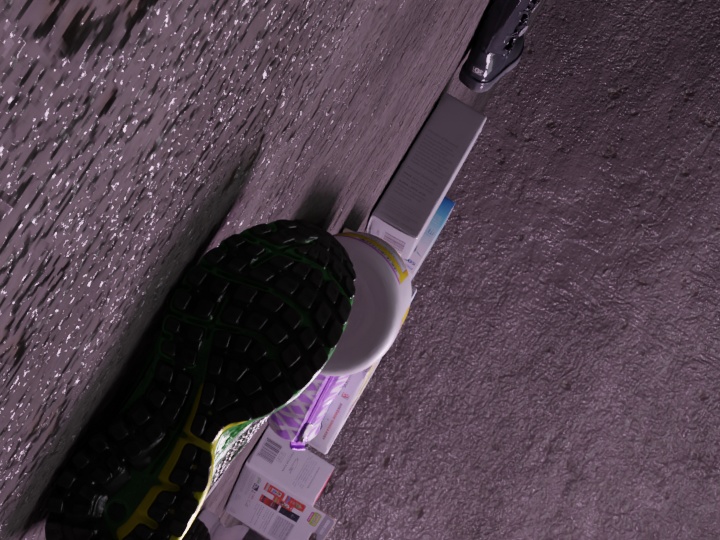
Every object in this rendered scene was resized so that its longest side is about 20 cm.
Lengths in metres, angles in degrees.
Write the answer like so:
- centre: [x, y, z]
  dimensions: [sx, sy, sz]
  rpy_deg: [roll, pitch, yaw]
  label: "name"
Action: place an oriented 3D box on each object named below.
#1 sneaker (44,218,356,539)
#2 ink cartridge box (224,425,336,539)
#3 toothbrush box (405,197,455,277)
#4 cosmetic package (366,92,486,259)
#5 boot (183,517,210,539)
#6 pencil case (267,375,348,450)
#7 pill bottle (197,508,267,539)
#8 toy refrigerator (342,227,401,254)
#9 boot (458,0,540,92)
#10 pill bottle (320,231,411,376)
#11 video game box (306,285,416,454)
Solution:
- centre: [-0.078, 0.058, 0.480]
  dimensions: [0.201, 0.078, 0.085]
  rpy_deg: [-50, -178, -10]
  label: "sneaker"
- centre: [-0.120, 0.379, 1.617]
  dimensions: [0.084, 0.174, 0.201]
  rpy_deg: [-56, 176, -39]
  label: "ink cartridge box"
- centre: [0.106, -0.058, 2.033]
  dimensions: [0.201, 0.085, 0.147]
  rpy_deg: [-57, 176, -27]
  label: "toothbrush box"
- centre: [0.087, -0.125, 1.297]
  dimensions: [0.202, 0.073, 0.102]
  rpy_deg: [-61, 177, -16]
  label: "cosmetic package"
- centre: [-0.200, 0.317, 0.860]
  dimensions: [0.201, 0.069, 0.132]
  rpy_deg: [-53, 179, -30]
  label: "boot"
- centre: [-0.060, 0.140, 1.222]
  dimensions: [0.086, 0.082, 0.201]
  rpy_deg: [-100, -154, -44]
  label: "pencil case"
- centre: [-0.146, 0.406, 1.257]
  dimensions: [0.117, 0.198, 0.116]
  rpy_deg: [-58, 177, -5]
  label: "pill bottle"
- centre: [0.000, 0.000, 1.108]
  dimensions: [0.200, 0.069, 0.077]
  rpy_deg: [-14, 128, -86]
  label: "toy refrigerator"
- centre: [0.206, -0.352, 1.263]
  dimensions: [0.166, 0.065, 0.201]
  rpy_deg: [-59, 173, -42]
  label: "boot"
- centre: [-0.010, 0.021, 0.808]
  dimensions: [0.105, 0.103, 0.200]
  rpy_deg: [-60, 176, 6]
  label: "pill bottle"
- centre: [0.000, 0.132, 1.365]
  dimensions: [0.183, 0.046, 0.201]
  rpy_deg: [-62, 176, 39]
  label: "video game box"
